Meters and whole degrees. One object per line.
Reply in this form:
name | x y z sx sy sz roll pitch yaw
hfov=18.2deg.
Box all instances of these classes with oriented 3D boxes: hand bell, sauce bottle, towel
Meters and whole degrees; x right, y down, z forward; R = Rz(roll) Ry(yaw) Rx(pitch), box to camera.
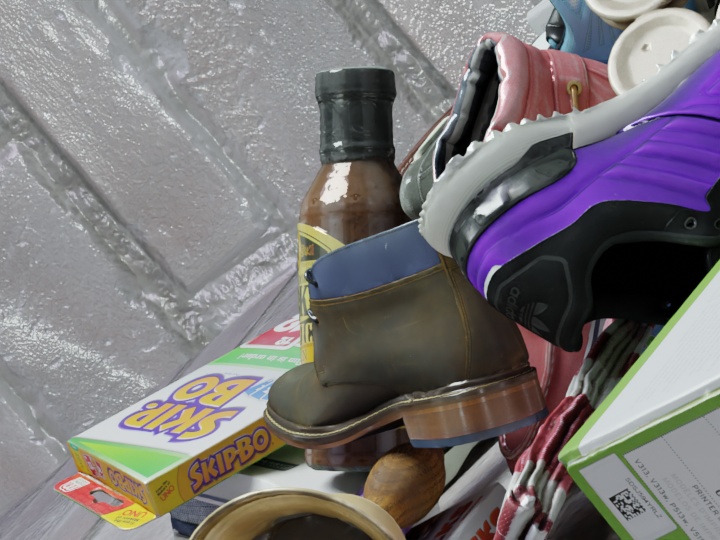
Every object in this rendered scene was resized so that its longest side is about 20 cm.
hand bell | 0.004 0.107 0.945 0.104 0.104 0.200 -39 1 22
sauce bottle | 0.000 0.000 1.126 0.064 0.201 0.065 -1 -5 0
towel | 0.063 0.090 0.847 0.200 0.023 0.144 -52 -14 -57

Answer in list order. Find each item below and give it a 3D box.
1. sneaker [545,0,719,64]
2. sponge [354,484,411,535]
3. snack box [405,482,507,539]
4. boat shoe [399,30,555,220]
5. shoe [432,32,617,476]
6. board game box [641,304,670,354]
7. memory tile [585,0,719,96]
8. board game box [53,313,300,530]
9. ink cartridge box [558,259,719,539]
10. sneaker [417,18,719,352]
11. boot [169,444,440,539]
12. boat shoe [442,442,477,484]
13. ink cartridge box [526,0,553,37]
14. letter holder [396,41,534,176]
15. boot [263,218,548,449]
sneaker | 0.140 -0.119 1.109 0.090 0.200 0.079 10 68 30
sponge | -0.046 0.172 1.063 0.200 0.030 0.112 -48 -1 38
snack box | -0.001 0.167 0.963 0.072 0.024 0.200 -34 9 45
boat shoe | 0.084 -0.078 1.141 0.064 0.071 0.200 -21 9 39
shoe | 0.072 -0.005 1.017 0.071 0.091 0.201 -11 64 66
board game box | 0.172 -0.012 1.138 0.151 0.037 0.200 -37 8 41
memory tile | 0.178 -0.084 0.929 0.153 0.017 0.201 -22 54 18
board game box | -0.065 0.073 1.200 0.200 0.030 0.095 -31 24 -24
ink cartridge box | 0.175 0.013 0.686 0.200 0.076 0.148 -33 9 48
sneaker | 0.128 -0.026 0.845 0.200 0.100 0.070 -27 -33 -23
boot | -0.029 0.145 1.171 0.073 0.091 0.200 -14 15 -36
boat shoe | 0.058 0.059 1.233 0.201 0.061 0.072 -43 5 -20
ink cartridge box | 0.209 -0.150 1.412 0.083 0.147 0.200 -40 6 -19
letter holder | 0.083 -0.032 1.368 0.200 0.142 0.101 -44 6 -31
boot | 0.009 0.025 1.006 0.074 0.097 0.200 -17 5 -32
